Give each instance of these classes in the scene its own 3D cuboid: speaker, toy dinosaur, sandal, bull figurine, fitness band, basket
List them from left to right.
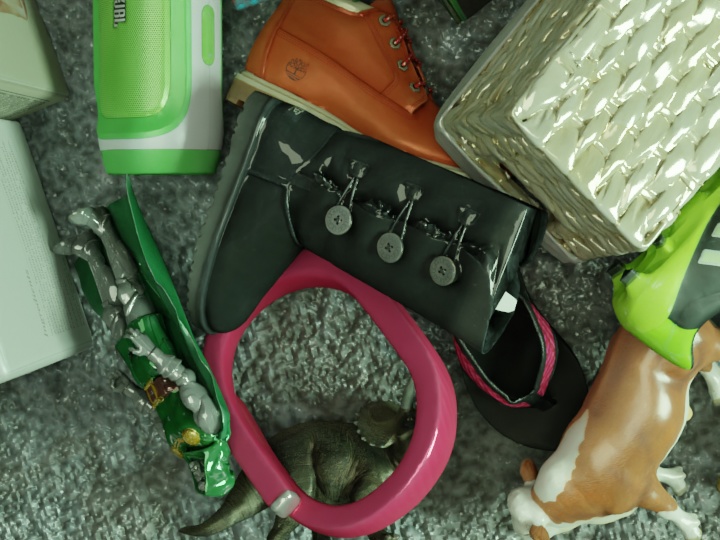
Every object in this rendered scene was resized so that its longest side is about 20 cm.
[{"bbox_3d":[-0.131,-0.164,1.039,0.087,0.088,0.203,0,93,5],"label":"speaker"},{"bbox_3d":[-0.023,0.074,1.017,0.143,0.037,0.200,-42,55,5],"label":"fitness band"},{"bbox_3d":[-0.022,0.139,1.059,0.198,0.077,0.104,-14,74,17],"label":"toy dinosaur"},{"bbox_3d":[0.090,0.042,1.018,0.074,0.045,0.201,-23,115,10],"label":"sandal"},{"bbox_3d":[0.162,-0.116,0.961,0.135,0.123,0.200,42,82,-14],"label":"basket"},{"bbox_3d":[0.176,0.106,1.017,0.120,0.065,0.202,21,102,-25],"label":"bull figurine"}]

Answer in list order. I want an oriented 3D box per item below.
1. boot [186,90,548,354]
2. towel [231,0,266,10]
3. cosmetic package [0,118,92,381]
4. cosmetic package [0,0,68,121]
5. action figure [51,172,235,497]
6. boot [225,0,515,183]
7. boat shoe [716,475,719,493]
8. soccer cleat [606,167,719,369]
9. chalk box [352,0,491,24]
[{"bbox_3d":[0.000,-0.001,0.984,0.198,0.066,0.167,23,113,15],"label":"boot"},{"bbox_3d":[-0.004,-0.253,0.929,0.198,0.022,0.148,-20,77,11],"label":"towel"},{"bbox_3d":[-0.290,0.005,1.004,0.165,0.200,0.168,-18,91,5],"label":"cosmetic package"},{"bbox_3d":[-0.266,-0.138,0.995,0.102,0.200,0.088,-20,90,4],"label":"cosmetic package"},{"bbox_3d":[-0.132,0.054,1.017,0.054,0.118,0.201,-21,72,-32],"label":"action figure"},{"bbox_3d":[0.022,-0.118,1.035,0.198,0.075,0.108,25,90,5],"label":"boot"},{"bbox_3d":[0.331,0.141,1.016,0.197,0.073,0.064,14,91,7],"label":"boat shoe"},{"bbox_3d":[0.234,-0.030,0.944,0.081,0.068,0.200,43,98,-11],"label":"soccer cleat"},{"bbox_3d":[0.060,-0.248,0.986,0.199,0.125,0.125,-36,75,5],"label":"chalk box"}]
